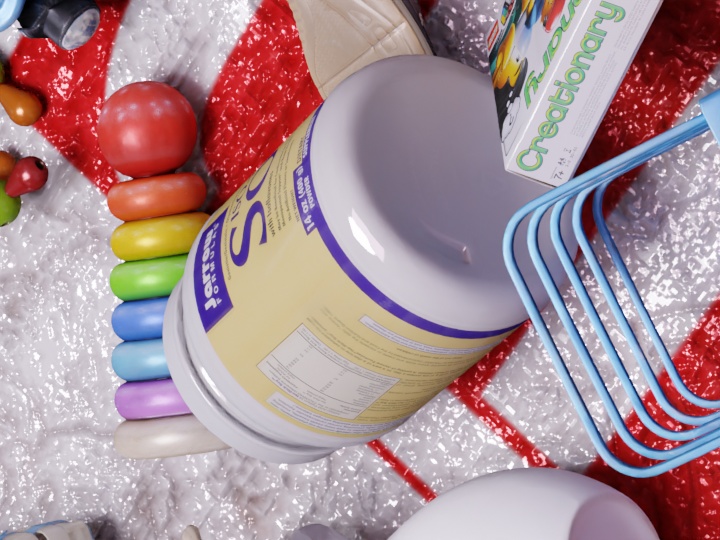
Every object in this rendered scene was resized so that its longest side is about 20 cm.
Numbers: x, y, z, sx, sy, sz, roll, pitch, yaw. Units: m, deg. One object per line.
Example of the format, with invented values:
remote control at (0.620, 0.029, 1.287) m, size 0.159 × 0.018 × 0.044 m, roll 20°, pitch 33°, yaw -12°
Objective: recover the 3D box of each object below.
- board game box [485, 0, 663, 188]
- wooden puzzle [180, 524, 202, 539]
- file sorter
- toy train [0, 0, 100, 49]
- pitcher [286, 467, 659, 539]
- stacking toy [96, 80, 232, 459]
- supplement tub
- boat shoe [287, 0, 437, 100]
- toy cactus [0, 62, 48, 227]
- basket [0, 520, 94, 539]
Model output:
board game box at (0.114, -0.152, 1.291) m, size 0.034 × 0.126 × 0.200 m, roll 17°, pitch 120°, yaw -14°
wooden puzzle at (-0.020, 0.225, 1.457) m, size 0.200 × 0.037 × 0.185 m, roll 31°, pitch 152°, yaw 8°
file sorter at (0.159, 0.002, 1.275) m, size 0.122 × 0.200 × 0.139 m, roll -28°, pitch 88°, yaw 17°
toy train at (-0.199, -0.210, 1.530) m, size 0.200 × 0.087 × 0.114 m, roll 44°, pitch 111°, yaw 17°
pitcher at (0.070, 0.189, 1.451) m, size 0.200 × 0.121 × 0.172 m, roll -19°, pitch 112°, yaw 43°
stacking toy at (-0.102, -0.003, 1.528) m, size 0.085 × 0.085 × 0.201 m, roll -7°, pitch 91°, yaw 32°
supplement tub at (0.000, 0.000, 1.402) m, size 0.146 × 0.145 × 0.200 m, roll 56°, pitch 138°, yaw 8°
boat shoe at (-0.002, -0.143, 1.435) m, size 0.072 × 0.065 × 0.200 m, roll -23°, pitch 107°, yaw 38°
toy cactus at (-0.271, -0.078, 1.604) m, size 0.200 × 0.102 × 0.165 m, roll 41°, pitch 129°, yaw 7°
basket at (-0.224, 0.239, 1.611) m, size 0.199 × 0.139 × 0.177 m, roll -24°, pitch 84°, yaw 27°
